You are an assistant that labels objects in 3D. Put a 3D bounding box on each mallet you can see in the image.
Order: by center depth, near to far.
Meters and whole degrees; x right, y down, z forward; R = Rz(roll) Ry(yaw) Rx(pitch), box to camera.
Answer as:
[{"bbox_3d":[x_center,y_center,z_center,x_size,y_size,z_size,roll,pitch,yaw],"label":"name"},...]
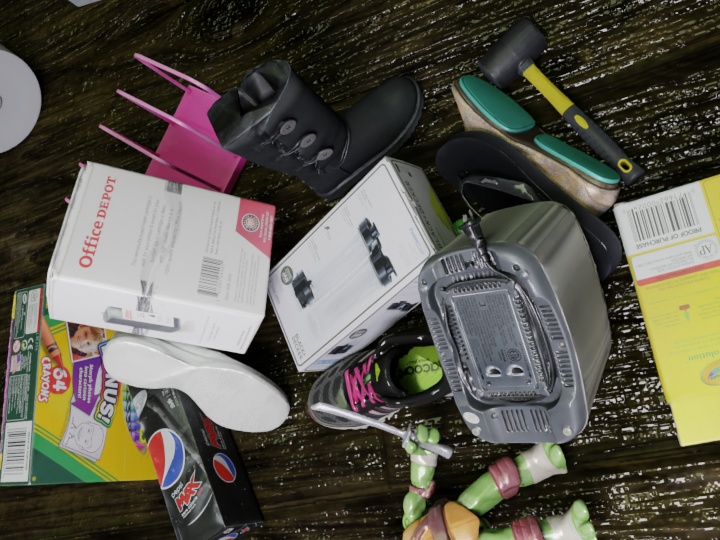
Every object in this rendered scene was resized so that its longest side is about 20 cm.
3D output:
[{"bbox_3d":[0.185,-0.150,0.686,0.066,0.041,0.201,-35,67,17],"label":"mallet"}]

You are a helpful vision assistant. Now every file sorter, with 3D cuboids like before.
[{"bbox_3d":[-0.238,-0.133,0.862,0.138,0.125,0.201,28,92,31],"label":"file sorter"}]

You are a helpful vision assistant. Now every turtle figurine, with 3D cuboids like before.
[{"bbox_3d":[0.078,0.192,0.581,0.192,0.144,0.202,-21,106,5],"label":"turtle figurine"}]

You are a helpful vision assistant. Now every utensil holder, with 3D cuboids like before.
[{"bbox_3d":[-0.599,-0.282,1.079,0.199,0.170,0.171,31,93,28],"label":"utensil holder"}]

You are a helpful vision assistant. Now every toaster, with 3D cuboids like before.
[{"bbox_3d":[0.128,0.030,0.584,0.113,0.129,0.202,-11,107,37],"label":"toaster"}]

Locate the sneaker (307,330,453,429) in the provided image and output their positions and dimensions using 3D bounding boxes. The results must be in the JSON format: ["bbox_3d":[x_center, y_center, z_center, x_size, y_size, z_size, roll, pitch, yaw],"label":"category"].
[{"bbox_3d":[0.024,0.100,0.681,0.198,0.087,0.074,-19,69,24],"label":"sneaker"}]

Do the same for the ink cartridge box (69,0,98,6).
[{"bbox_3d":[-0.348,-0.504,1.064,0.198,0.043,0.199,-2,76,30],"label":"ink cartridge box"}]

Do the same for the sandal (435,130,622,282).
[{"bbox_3d":[0.139,-0.060,0.644,0.043,0.076,0.200,-35,58,-25],"label":"sandal"}]

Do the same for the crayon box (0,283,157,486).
[{"bbox_3d":[-0.300,0.131,0.804,0.058,0.172,0.202,-10,73,30],"label":"crayon box"}]

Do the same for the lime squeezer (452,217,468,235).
[{"bbox_3d":[0.091,-0.008,0.709,0.199,0.038,0.071,-25,99,21],"label":"lime squeezer"}]

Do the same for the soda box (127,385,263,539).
[{"bbox_3d":[-0.180,0.195,0.780,0.063,0.071,0.201,-37,63,17],"label":"soda box"}]

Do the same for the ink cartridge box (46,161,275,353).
[{"bbox_3d":[-0.196,-0.011,0.731,0.085,0.198,0.147,124,154,-49],"label":"ink cartridge box"}]

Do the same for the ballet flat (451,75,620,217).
[{"bbox_3d":[0.148,-0.108,0.680,0.200,0.068,0.068,46,132,31],"label":"ballet flat"}]

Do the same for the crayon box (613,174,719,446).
[{"bbox_3d":[0.289,0.028,0.572,0.126,0.051,0.202,-16,70,25],"label":"crayon box"}]

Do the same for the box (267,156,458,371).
[{"bbox_3d":[0.000,0.000,0.708,0.200,0.060,0.117,-43,60,30],"label":"box"}]

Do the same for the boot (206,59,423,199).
[{"bbox_3d":[-0.034,-0.159,0.711,0.165,0.200,0.066,-48,61,10],"label":"boot"}]

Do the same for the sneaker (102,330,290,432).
[{"bbox_3d":[-0.164,0.099,0.767,0.199,0.089,0.076,26,112,-11],"label":"sneaker"}]
